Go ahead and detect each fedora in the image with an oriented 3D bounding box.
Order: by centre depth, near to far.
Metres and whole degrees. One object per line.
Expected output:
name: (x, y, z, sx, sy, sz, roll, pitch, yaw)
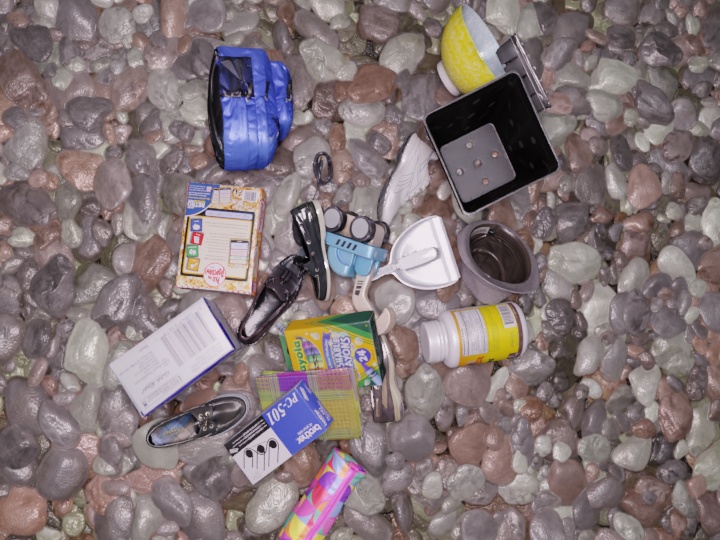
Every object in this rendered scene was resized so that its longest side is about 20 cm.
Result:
fedora: (0.258, -0.004, 1.142, 0.172, 0.091, 0.203, 10, 45, -14)

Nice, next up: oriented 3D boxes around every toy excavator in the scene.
toy excavator: (0.000, 0.000, 1.113, 0.190, 0.099, 0.206, 20, 97, 24)

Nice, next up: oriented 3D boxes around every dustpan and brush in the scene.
dustpan and brush: (0.088, -0.013, 1.159, 0.195, 0.057, 0.143, -20, 89, 11)

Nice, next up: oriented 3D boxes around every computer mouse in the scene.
computer mouse: (-0.093, -0.143, 1.171, 0.057, 0.034, 0.206, 12, 77, 11)

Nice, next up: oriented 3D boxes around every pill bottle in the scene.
pill bottle: (0.219, 0.128, 1.138, 0.194, 0.109, 0.113, -7, 85, -8)

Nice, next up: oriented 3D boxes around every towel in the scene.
towel: (-0.091, 0.248, 1.073, 0.194, 0.023, 0.148, -6, 108, 14)

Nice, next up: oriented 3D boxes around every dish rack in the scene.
dish rack: (0.333, -0.395, 1.173, 0.054, 0.200, 0.156, -25, 100, 28)

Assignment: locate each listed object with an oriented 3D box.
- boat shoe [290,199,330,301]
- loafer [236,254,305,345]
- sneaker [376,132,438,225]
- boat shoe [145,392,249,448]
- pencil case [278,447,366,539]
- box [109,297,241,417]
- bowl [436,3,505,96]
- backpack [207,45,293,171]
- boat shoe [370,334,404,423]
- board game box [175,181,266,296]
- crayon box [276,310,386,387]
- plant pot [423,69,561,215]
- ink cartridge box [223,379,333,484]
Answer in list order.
boat shoe: (-0.099, -0.030, 1.102, 0.064, 0.075, 0.204, -13, 121, -19)
loafer: (-0.169, 0.057, 1.118, 0.071, 0.063, 0.202, 34, 81, -2)
sneaker: (0.096, -0.178, 1.177, 0.086, 0.074, 0.204, 27, 82, -8)
boat shoe: (-0.301, 0.286, 1.079, 0.195, 0.057, 0.070, -19, 86, -9)
pencil case: (-0.070, 0.437, 1.081, 0.087, 0.088, 0.203, 33, 80, -3)
box: (-0.312, 0.148, 1.020, 0.182, 0.200, 0.106, -36, 90, -9)
bowl: (0.221, -0.422, 1.188, 0.106, 0.199, 0.204, -29, 88, 32)
backpack: (-0.210, -0.296, 1.103, 0.163, 0.162, 0.207, -1, 83, -11)
boat shoe: (0.030, 0.198, 1.124, 0.071, 0.075, 0.206, -13, 84, -9)
board game box: (-0.267, -0.061, 1.117, 0.147, 0.046, 0.207, 6, 83, 3)
crayon box: (-0.060, 0.153, 1.073, 0.194, 0.052, 0.129, -8, 107, 15)
plant pot: (0.243, -0.230, 1.136, 0.196, 0.177, 0.204, -25, 88, 3)
ink cartridge box: (-0.151, 0.296, 1.059, 0.199, 0.044, 0.095, -40, 89, 20)
